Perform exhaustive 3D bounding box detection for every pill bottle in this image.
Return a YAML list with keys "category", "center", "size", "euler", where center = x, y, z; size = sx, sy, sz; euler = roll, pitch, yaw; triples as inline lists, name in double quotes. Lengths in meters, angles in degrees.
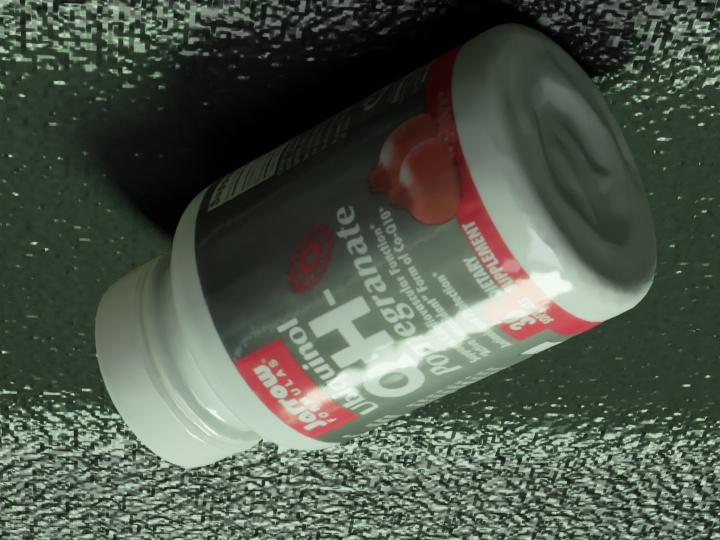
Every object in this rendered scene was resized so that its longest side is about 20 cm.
- category: "pill bottle"
  center: [0.000, 0.000, 0.787]
  size: [0.199, 0.111, 0.111]
  euler: [-27, 137, 29]
